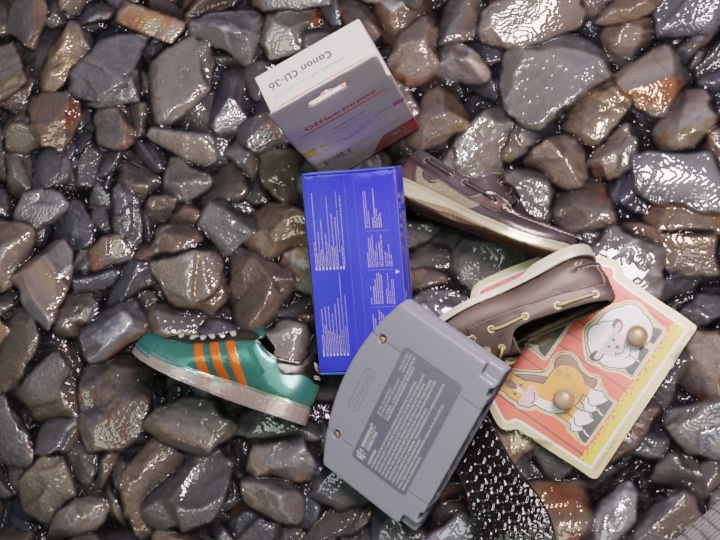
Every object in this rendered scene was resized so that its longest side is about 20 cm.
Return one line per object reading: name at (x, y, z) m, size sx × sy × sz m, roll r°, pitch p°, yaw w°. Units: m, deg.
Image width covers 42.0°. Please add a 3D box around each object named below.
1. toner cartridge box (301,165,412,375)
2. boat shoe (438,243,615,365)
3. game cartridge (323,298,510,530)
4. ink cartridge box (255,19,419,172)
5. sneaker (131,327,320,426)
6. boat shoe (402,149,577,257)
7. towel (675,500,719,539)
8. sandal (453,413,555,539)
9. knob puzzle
toner cartridge box at (0.000, 0.000, 0.926) m, size 0.095 × 0.043 × 0.201 m, roll -2°, pitch 98°, yaw 14°
boat shoe at (0.139, 0.051, 0.875) m, size 0.200 × 0.072 × 0.060 m, roll -31°, pitch 61°, yaw 11°
game cartridge at (0.043, 0.132, 0.882) m, size 0.133 × 0.040 × 0.200 m, roll 33°, pitch 117°, yaw 16°
ink cartridge box at (-0.023, -0.167, 0.912) m, size 0.116 × 0.200 × 0.068 m, roll -29°, pitch 75°, yaw 7°
sneaker at (-0.134, 0.091, 0.964) m, size 0.200 × 0.071 × 0.080 m, roll 18°, pitch 80°, yaw 11°
boat shoe at (0.124, -0.067, 0.925) m, size 0.200 × 0.072 × 0.065 m, roll 23°, pitch 88°, yaw 25°
towel at (0.320, 0.254, 0.774) m, size 0.200 × 0.166 × 0.086 m, roll -43°, pitch 79°, yaw 3°
sandal at (0.129, 0.211, 0.895) m, size 0.075 × 0.045 × 0.200 m, roll -23°, pitch 61°, yaw 3°
knob puzzle at (0.190, 0.070, 0.907) m, size 0.219 × 0.030 × 0.220 m, roll -2°, pitch 80°, yaw 14°
